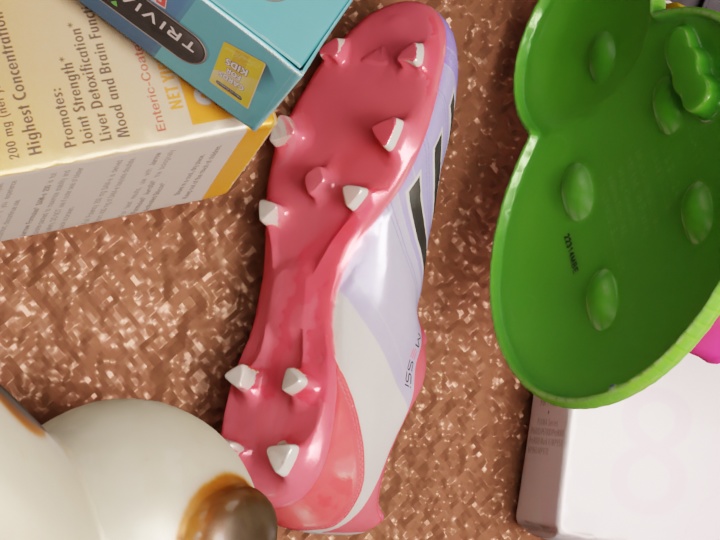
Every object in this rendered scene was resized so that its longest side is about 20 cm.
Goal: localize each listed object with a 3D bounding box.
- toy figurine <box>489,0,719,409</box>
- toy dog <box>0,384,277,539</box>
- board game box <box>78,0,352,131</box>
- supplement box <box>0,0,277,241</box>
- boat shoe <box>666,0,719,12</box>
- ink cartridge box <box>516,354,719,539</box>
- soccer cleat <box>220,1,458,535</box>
[{"bbox_3d":[0.161,-0.014,1.049,0.184,0.150,0.200,22,39,-31],"label":"toy figurine"},{"bbox_3d":[-0.131,0.081,0.943,0.200,0.140,0.194,15,87,-33],"label":"toy dog"},{"bbox_3d":[-0.041,-0.168,0.956,0.151,0.047,0.200,37,58,-5],"label":"board game box"},{"bbox_3d":[-0.144,-0.075,0.950,0.200,0.074,0.126,-13,76,-22],"label":"supplement box"},{"bbox_3d":[0.161,-0.123,1.097,0.200,0.063,0.073,11,87,-20],"label":"boat shoe"},{"bbox_3d":[0.152,0.015,1.099,0.162,0.057,0.200,9,90,-21],"label":"ink cartridge box"},{"bbox_3d":[0.000,0.000,1.038,0.076,0.067,0.200,31,69,-50],"label":"soccer cleat"}]
